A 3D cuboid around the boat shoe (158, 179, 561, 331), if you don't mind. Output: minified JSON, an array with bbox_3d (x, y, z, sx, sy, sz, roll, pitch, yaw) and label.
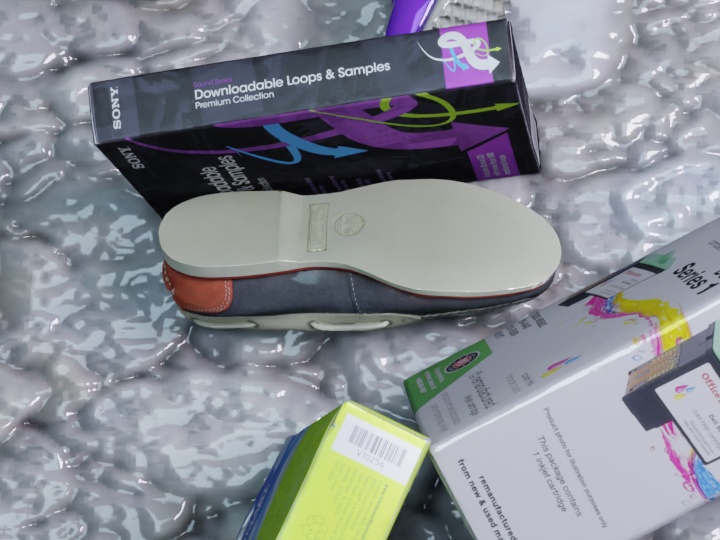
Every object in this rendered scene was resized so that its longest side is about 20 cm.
[{"bbox_3d":[0.000,0.000,1.107,0.199,0.063,0.071,0,48,8],"label":"boat shoe"}]

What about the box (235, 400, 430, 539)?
[{"bbox_3d":[-0.028,0.128,1.013,0.048,0.200,0.122,26,79,-3],"label":"box"}]

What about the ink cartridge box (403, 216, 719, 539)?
[{"bbox_3d":[0.129,0.053,1.017,0.199,0.145,0.084,-28,99,1],"label":"ink cartridge box"}]

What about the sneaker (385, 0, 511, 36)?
[{"bbox_3d":[0.033,-0.179,1.146,0.099,0.070,0.201,13,64,19],"label":"sneaker"}]

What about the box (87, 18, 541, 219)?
[{"bbox_3d":[-0.018,-0.068,1.086,0.199,0.143,0.036,-7,75,8],"label":"box"}]
